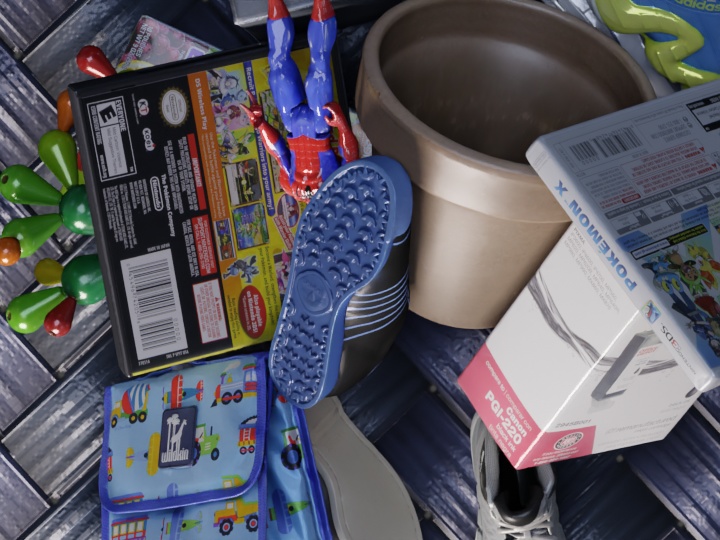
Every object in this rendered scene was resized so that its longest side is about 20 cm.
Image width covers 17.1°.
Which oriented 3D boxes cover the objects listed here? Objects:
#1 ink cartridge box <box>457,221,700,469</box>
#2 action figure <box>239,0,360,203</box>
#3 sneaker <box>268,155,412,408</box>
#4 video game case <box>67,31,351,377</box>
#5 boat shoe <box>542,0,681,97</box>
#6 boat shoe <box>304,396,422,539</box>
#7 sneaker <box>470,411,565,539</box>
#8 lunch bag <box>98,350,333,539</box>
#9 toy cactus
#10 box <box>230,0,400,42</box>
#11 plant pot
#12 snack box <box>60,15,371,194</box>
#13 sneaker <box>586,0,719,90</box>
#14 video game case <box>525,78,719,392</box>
[{"bbox_3d":[0.178,0.031,1.561,0.085,0.146,0.200,57,136,28],"label":"ink cartridge box"},{"bbox_3d":[-0.036,-0.103,1.537,0.065,0.052,0.200,1,120,20],"label":"action figure"},{"bbox_3d":[0.000,0.000,1.556,0.070,0.078,0.200,41,131,22],"label":"sneaker"},{"bbox_3d":[-0.088,-0.045,1.590,0.181,0.026,0.200,-14,109,-16],"label":"video game case"},{"bbox_3d":[0.159,-0.185,1.660,0.065,0.074,0.200,-32,94,33],"label":"boat shoe"},{"bbox_3d":[-0.025,0.149,1.676,0.063,0.073,0.200,-29,94,44],"label":"boat shoe"},{"bbox_3d":[0.108,0.185,1.629,0.075,0.115,0.200,-11,89,3],"label":"sneaker"},{"bbox_3d":[-0.101,0.148,1.636,0.150,0.094,0.200,-15,76,38],"label":"lunch bag"},{"bbox_3d":[-0.164,-0.035,1.614,0.165,0.102,0.200,24,93,-7],"label":"toy cactus"},{"bbox_3d":[-0.049,-0.265,1.617,0.107,0.148,0.200,-14,89,3],"label":"box"},{"bbox_3d":[0.080,-0.061,1.595,0.200,0.200,0.175,19,130,3],"label":"plant pot"},{"bbox_3d":[-0.089,-0.073,1.672,0.200,0.053,0.142,25,93,3],"label":"snack box"},{"bbox_3d":[0.246,-0.162,1.597,0.200,0.105,0.076,30,48,-30],"label":"sneaker"},{"bbox_3d":[0.220,-0.028,1.477,0.182,0.200,0.022,55,135,17],"label":"video game case"}]
